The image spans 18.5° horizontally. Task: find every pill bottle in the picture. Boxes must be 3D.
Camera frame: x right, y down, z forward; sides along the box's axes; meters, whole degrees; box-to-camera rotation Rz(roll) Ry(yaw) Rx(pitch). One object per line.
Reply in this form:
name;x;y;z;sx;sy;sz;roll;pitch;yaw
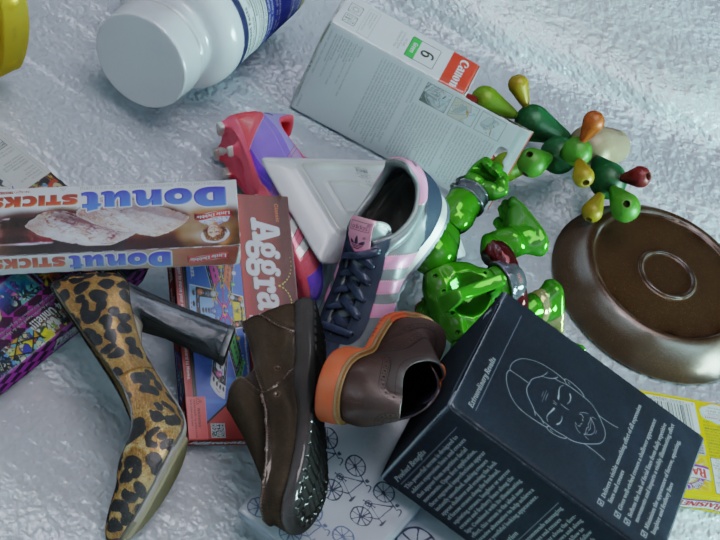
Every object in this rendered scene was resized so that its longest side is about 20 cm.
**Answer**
pill bottle;-0.137;-0.227;1.903;0.120;0.120;0.200;35;45;7

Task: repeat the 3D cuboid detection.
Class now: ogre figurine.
ogre figurine;0.105;0.013;1.817;0.120;0.098;0.201;-17;101;-32

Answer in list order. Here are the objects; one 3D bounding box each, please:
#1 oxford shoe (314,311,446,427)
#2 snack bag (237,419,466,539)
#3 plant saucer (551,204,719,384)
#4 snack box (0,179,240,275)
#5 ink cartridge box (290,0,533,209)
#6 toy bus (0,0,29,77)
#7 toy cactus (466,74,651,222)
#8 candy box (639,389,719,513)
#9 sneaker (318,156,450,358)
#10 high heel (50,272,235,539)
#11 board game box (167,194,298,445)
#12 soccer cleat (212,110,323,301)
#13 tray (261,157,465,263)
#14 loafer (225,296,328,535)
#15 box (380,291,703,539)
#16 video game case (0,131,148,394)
oxford shoe;0.034;0.081;1.670;0.072;0.071;0.200;12;18;20
snack bag;0.030;0.195;1.669;0.200;0.021;0.189;41;46;6
plant saucer;0.266;0.012;1.951;0.199;0.032;0.201;13;47;-14
snack box;-0.192;-0.033;1.676;0.199;0.024;0.072;-3;47;-5
ink cartridge box;0.049;-0.146;1.929;0.200;0.109;0.050;28;45;-1
toy bus;-0.394;-0.220;1.781;0.192;0.136;0.200;-35;68;-25
toy cactus;0.189;-0.116;1.984;0.200;0.103;0.165;28;22;30
candy box;0.306;0.158;1.843;0.199;0.026;0.102;11;50;-16
sneaker;0.000;0.000;1.735;0.070;0.082;0.200;13;66;28
high heel;-0.191;0.099;1.623;0.142;0.071;0.200;21;60;2
board game box;-0.096;0.037;1.712;0.103;0.019;0.201;2;71;-26
soccer cleat;-0.060;-0.057;1.825;0.076;0.067;0.200;-12;52;-20
tray;0.010;-0.056;1.843;0.200;0.022;0.108;-2;55;-52
loafer;-0.063;0.111;1.641;0.071;0.073;0.200;-6;48;8
box;0.141;0.144;1.691;0.200;0.107;0.149;37;41;-4
video game case;-0.288;-0.009;1.693;0.181;0.036;0.200;39;45;9
